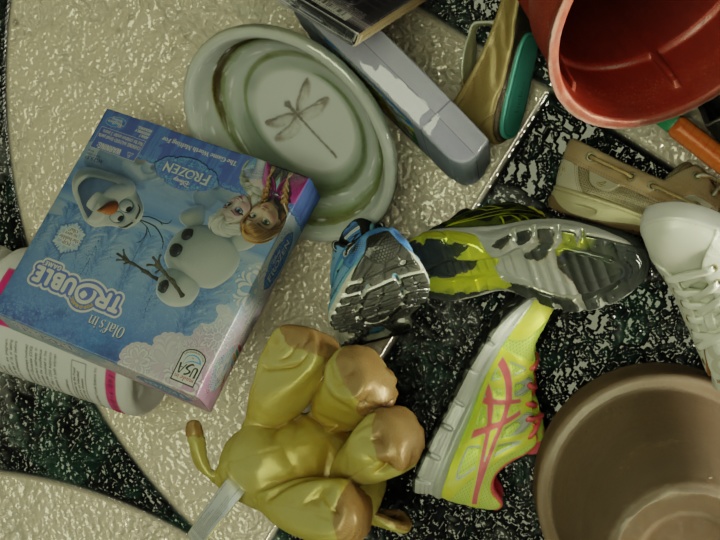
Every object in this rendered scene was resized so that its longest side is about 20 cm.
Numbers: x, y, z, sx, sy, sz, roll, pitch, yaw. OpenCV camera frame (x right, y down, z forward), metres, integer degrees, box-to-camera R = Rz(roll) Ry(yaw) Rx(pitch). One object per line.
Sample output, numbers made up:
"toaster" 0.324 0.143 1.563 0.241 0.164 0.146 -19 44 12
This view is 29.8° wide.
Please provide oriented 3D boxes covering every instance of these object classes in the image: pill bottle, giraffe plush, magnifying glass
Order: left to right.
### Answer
"pill bottle" -0.261 0.045 1.174 0.199 0.113 0.114 16 100 15
"giraffe plush" -0.025 0.156 1.084 0.200 0.162 0.173 -39 61 13
"magnifying glass" 0.224 -0.126 1.033 0.200 0.080 0.022 41 105 4

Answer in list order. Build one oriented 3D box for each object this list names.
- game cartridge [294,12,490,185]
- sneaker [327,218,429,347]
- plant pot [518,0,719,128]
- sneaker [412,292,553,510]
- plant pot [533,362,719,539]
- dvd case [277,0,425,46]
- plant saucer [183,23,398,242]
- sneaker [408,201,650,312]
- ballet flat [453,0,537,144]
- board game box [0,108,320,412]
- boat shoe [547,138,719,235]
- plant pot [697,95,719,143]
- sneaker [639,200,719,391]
"game cartridge" 0.021 -0.150 1.059 0.040 0.133 0.200 -44 81 -3
"sneaker" 0.000 0.000 1.056 0.078 0.200 0.090 -14 77 -9
"plant pot" 0.169 -0.234 0.904 0.201 0.201 0.196 -42 52 16
"sneaker" 0.118 0.106 1.092 0.090 0.078 0.201 25 107 4
"plant pot" 0.228 0.185 0.990 0.199 0.175 0.201 1 101 5
"dvd case" -0.018 -0.241 1.034 0.148 0.200 0.016 33 128 11
"plant saucer" -0.049 -0.117 1.102 0.199 0.050 0.201 21 135 22
"sneaker" 0.131 -0.023 1.044 0.199 0.085 0.075 4 124 32
"ballet flat" 0.118 -0.201 1.063 0.063 0.069 0.201 25 101 30
"board game box" -0.164 -0.014 1.091 0.199 0.043 0.200 19 73 21
"boat shoe" 0.246 -0.051 1.033 0.199 0.071 0.065 17 95 12
"plant pot" 0.367 -0.101 0.937 0.199 0.200 0.178 -35 95 17
"sneaker" 0.267 0.033 0.977 0.073 0.085 0.200 -17 129 46
